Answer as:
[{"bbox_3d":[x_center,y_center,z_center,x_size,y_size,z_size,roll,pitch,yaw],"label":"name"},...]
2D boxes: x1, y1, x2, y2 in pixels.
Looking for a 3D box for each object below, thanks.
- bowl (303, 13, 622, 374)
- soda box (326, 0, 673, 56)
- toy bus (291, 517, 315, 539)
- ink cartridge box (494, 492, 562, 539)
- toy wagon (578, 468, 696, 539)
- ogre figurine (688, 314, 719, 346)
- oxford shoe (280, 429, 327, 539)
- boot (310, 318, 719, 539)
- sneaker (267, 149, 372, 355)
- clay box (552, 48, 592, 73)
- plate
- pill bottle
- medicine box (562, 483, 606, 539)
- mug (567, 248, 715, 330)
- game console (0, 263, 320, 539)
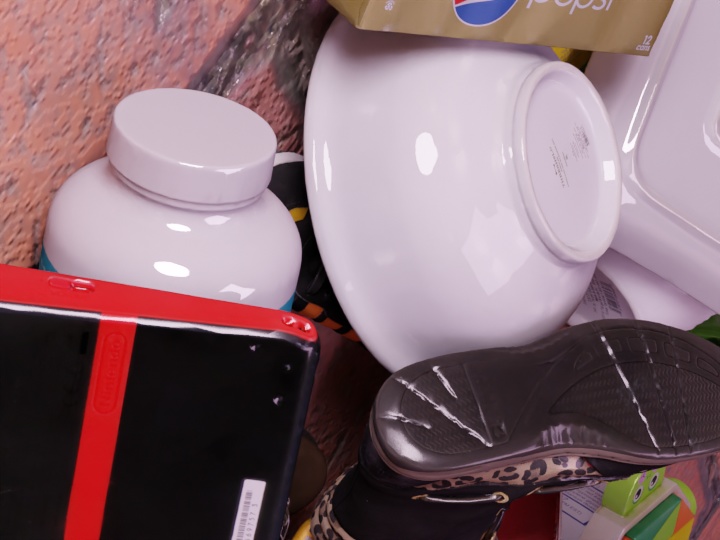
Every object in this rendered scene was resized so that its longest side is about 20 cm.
[{"bbox_3d":[0.064,-0.045,1.244,0.201,0.090,0.203,18,68,-54],"label":"bowl"},{"bbox_3d":[0.062,-0.148,1.206,0.199,0.068,0.064,1,122,-44],"label":"soda box"},{"bbox_3d":[-0.020,0.178,1.366,0.079,0.065,0.200,-56,176,-8],"label":"toy bus"},{"bbox_3d":[0.066,0.136,1.396,0.176,0.083,0.202,74,20,-84],"label":"ink cartridge box"},{"bbox_3d":[0.153,0.181,1.563,0.155,0.039,0.201,-32,141,-48],"label":"toy wagon"},{"bbox_3d":[0.218,0.001,1.623,0.200,0.097,0.121,139,-29,-68],"label":"ogre figurine"},{"bbox_3d":[-0.065,0.124,1.285,0.200,0.084,0.073,-17,128,-59],"label":"oxford shoe"},{"bbox_3d":[0.078,0.091,1.264,0.198,0.074,0.151,-8,156,-24],"label":"boot"},{"bbox_3d":[0.000,0.000,1.274,0.070,0.090,0.200,-61,155,0],"label":"sneaker"},{"bbox_3d":[0.098,-0.167,1.343,0.115,0.047,0.201,-42,148,-36],"label":"clay box"},{"bbox_3d":[0.204,-0.086,1.405,0.199,0.032,0.201,29,78,-35],"label":"plate"},{"bbox_3d":[-0.087,0.027,1.113,0.111,0.110,0.201,-28,138,-50],"label":"pill bottle"},{"bbox_3d":[0.072,0.219,1.612,0.199,0.103,0.183,-16,129,-56],"label":"medicine box"},{"bbox_3d":[0.175,-0.061,1.481,0.175,0.147,0.201,-47,150,-22],"label":"mug"},{"bbox_3d":[-0.119,0.092,1.073,0.031,0.175,0.201,-100,-160,-58],"label":"game console"}]
